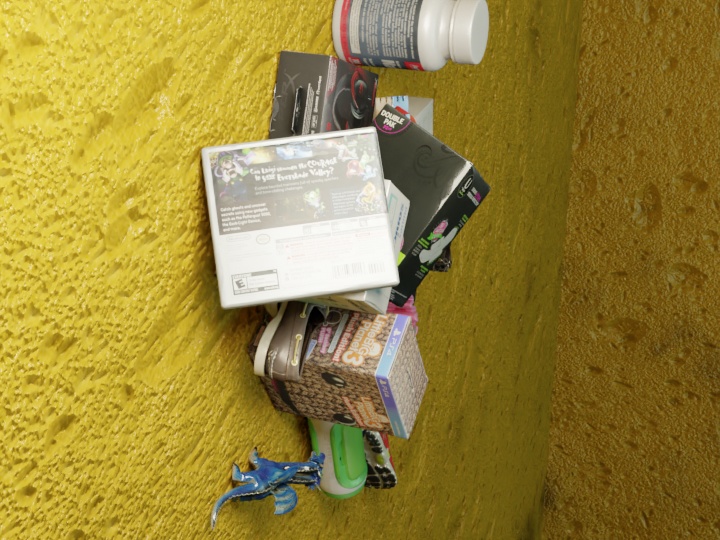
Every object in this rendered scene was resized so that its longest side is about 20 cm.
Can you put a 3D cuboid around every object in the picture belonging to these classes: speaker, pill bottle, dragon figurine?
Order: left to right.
[{"bbox_3d":[-0.115,0.282,1.386,0.200,0.099,0.059,-26,123,-66],"label":"dragon figurine"},{"bbox_3d":[-0.037,0.253,1.609,0.089,0.088,0.201,-57,149,-48],"label":"speaker"},{"bbox_3d":[0.072,-0.341,1.481,0.120,0.199,0.120,9,90,-69],"label":"pill bottle"}]

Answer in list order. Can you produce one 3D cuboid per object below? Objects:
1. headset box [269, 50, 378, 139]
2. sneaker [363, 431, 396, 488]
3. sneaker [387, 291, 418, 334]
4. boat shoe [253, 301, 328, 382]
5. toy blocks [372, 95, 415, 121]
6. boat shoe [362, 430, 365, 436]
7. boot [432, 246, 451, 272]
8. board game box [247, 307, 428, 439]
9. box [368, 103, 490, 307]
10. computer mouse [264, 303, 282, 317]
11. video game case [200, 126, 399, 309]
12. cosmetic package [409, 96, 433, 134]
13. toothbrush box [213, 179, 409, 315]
[{"bbox_3d":[-0.051,-0.202,1.388,0.200,0.075,0.149,-5,104,-70],"label":"headset box"},{"bbox_3d":[0.027,0.307,1.827,0.200,0.077,0.085,82,16,-45],"label":"sneaker"},{"bbox_3d":[0.069,0.028,1.846,0.095,0.079,0.201,-153,-108,-88],"label":"sneaker"},{"bbox_3d":[-0.072,0.055,1.337,0.072,0.059,0.200,92,17,-50],"label":"boat shoe"},{"bbox_3d":[0.036,-0.189,1.509,0.100,0.200,0.137,-7,99,-25],"label":"toy blocks"},{"bbox_3d":[0.003,0.199,1.738,0.200,0.074,0.093,-57,167,-51],"label":"boat shoe"},{"bbox_3d":[0.050,-0.023,1.573,0.069,0.173,0.201,88,16,-55],"label":"boot"},{"bbox_3d":[-0.026,0.128,1.417,0.160,0.199,0.097,72,33,-50],"label":"board game box"},{"bbox_3d":[0.043,-0.081,1.352,0.200,0.148,0.124,-52,160,2],"label":"box"},{"bbox_3d":[-0.095,-0.020,1.395,0.200,0.044,0.110,-62,164,-48],"label":"computer mouse"},{"bbox_3d":[-0.067,-0.059,1.177,0.023,0.199,0.183,116,-34,-81],"label":"video game case"},{"bbox_3d":[0.066,-0.215,1.736,0.200,0.050,0.083,-50,146,-55],"label":"cosmetic package"},{"bbox_3d":[-0.057,-0.038,1.264,0.085,0.199,0.147,36,66,-67],"label":"toothbrush box"}]
